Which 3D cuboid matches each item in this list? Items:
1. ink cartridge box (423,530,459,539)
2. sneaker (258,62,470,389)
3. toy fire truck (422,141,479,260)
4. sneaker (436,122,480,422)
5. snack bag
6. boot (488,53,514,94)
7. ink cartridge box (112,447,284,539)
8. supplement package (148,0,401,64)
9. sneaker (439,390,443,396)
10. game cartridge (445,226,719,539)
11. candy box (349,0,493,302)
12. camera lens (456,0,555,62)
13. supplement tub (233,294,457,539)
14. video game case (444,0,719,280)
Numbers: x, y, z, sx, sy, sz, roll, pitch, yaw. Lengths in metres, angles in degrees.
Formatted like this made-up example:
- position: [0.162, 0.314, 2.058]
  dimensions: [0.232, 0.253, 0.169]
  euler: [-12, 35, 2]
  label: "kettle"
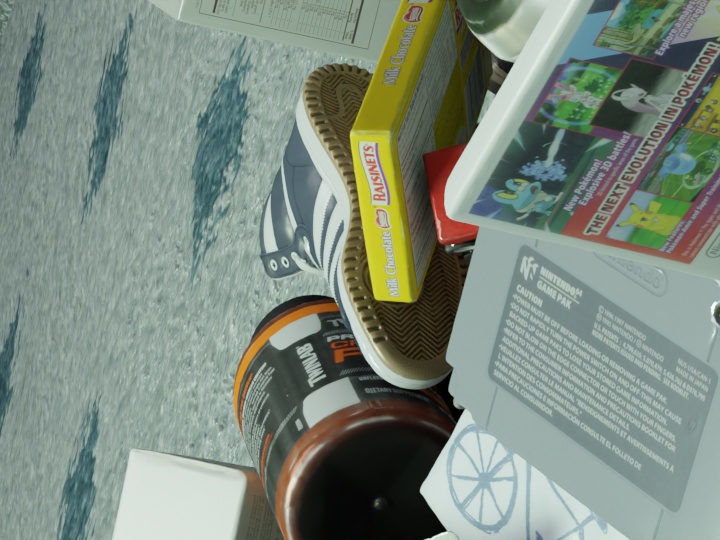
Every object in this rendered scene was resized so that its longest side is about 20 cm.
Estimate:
- position: [0.017, 0.202, 1.377]
  dimensions: [0.200, 0.162, 0.050]
  euler: [-24, 13, 36]
  label: "ink cartridge box"
- position: [0.000, 0.000, 1.505]
  dimensions: [0.109, 0.070, 0.200]
  euler: [115, 147, -47]
  label: "sneaker"
- position: [0.108, -0.044, 1.380]
  dimensions: [0.200, 0.141, 0.049]
  euler: [17, -118, -67]
  label: "toy fire truck"
- position: [0.079, 0.016, 1.517]
  dimensions: [0.075, 0.079, 0.200]
  euler: [162, 100, -68]
  label: "sneaker"
- position: [0.111, 0.089, 1.287]
  dimensions: [0.189, 0.021, 0.200]
  euler: [53, 131, 38]
  label: "snack bag"
- position: [0.101, -0.213, 1.592]
  dimensions: [0.151, 0.073, 0.200]
  euler: [121, 152, -55]
  label: "boot"
- position: [-0.061, 0.188, 1.658]
  dimensions: [0.085, 0.200, 0.145]
  euler: [10, 86, 31]
  label: "ink cartridge box"
- position: [-0.012, -0.211, 1.763]
  dimensions: [0.152, 0.200, 0.151]
  euler: [-138, 60, -73]
  label: "supplement package"
- position: [0.050, 0.100, 1.596]
  dimensions: [0.075, 0.070, 0.200]
  euler: [-10, 74, 56]
  label: "sneaker"
- position: [0.116, 0.037, 1.231]
  dimensions: [0.200, 0.040, 0.134]
  euler: [37, 123, 46]
  label: "game cartridge"
- position: [0.033, -0.085, 1.436]
  dimensions: [0.200, 0.026, 0.102]
  euler: [-70, -25, -50]
  label: "candy box"
- position: [0.144, -0.145, 1.129]
  dimensions: [0.160, 0.200, 0.160]
  euler: [-168, 90, -75]
  label: "camera lens"
- position: [-0.009, 0.082, 1.513]
  dimensions: [0.200, 0.107, 0.107]
  euler: [-120, 44, -64]
  label: "supplement tub"
- position: [0.149, -0.065, 1.082]
  dimensions: [0.200, 0.182, 0.023]
  euler: [120, 158, -50]
  label: "video game case"
